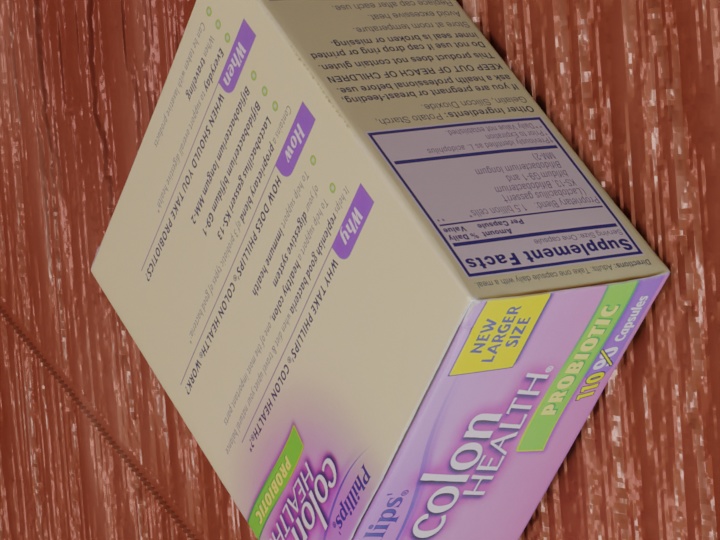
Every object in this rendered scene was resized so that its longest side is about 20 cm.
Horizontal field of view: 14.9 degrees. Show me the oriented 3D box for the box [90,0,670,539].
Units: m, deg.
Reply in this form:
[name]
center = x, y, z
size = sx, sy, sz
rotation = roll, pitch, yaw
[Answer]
[box]
center = 0.000, 0.000, 1.074
size = 0.200, 0.096, 0.176
rotation = 55, 136, 34
